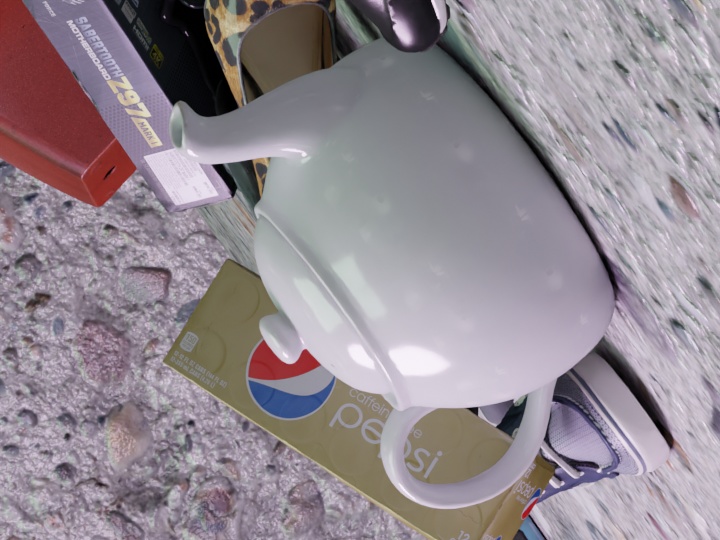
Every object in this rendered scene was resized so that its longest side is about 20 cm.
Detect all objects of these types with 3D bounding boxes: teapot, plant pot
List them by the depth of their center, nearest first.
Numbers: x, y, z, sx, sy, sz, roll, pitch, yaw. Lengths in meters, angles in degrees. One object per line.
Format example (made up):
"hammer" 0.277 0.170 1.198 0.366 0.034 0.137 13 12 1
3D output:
"teapot" 0.018 -0.002 1.329 0.200 0.146 0.197 51 174 17
"plant pot" -0.246 -0.170 2.352 0.176 0.200 0.200 42 173 9

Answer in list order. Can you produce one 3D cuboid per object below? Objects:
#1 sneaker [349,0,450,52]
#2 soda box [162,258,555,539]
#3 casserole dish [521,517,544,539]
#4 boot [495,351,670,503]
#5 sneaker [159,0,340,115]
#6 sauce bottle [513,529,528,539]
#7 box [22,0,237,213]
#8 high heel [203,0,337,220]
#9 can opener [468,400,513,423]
"sneaker" -0.041 -0.161 1.152 0.200 0.087 0.076 56 174 -25
"soda box" -0.001 0.076 1.454 0.200 0.068 0.064 32 178 19
"casserole dish" 0.123 0.226 2.388 0.121 0.039 0.200 56 173 -21
"boot" 0.105 0.100 1.501 0.073 0.090 0.200 53 175 3
"sneaker" -0.050 -0.093 1.544 0.072 0.083 0.200 -23 106 47
"sauce bottle" 0.025 0.096 1.625 0.200 0.065 0.065 52 174 12
"box" -0.117 -0.158 1.567 0.200 0.051 0.158 59 -148 -34
"high heel" -0.024 -0.080 1.409 0.143 0.071 0.201 57 152 36
"can opener" 0.047 0.026 1.819 0.067 0.052 0.200 -81 -31 -46
